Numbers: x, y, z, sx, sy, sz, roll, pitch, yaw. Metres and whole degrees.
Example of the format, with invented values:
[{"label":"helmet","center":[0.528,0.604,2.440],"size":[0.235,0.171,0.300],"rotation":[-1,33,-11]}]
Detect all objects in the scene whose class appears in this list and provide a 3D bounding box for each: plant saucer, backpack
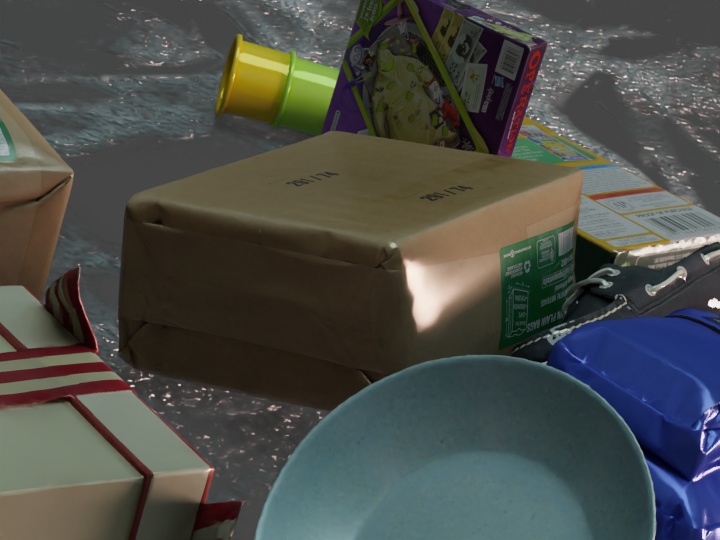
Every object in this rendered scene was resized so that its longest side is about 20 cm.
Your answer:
[{"label":"plant saucer","center":[0.047,0.135,1.325],"size":[0.201,0.201,0.039],"rotation":[33,-15,34]},{"label":"backpack","center":[0.168,0.109,1.420],"size":[0.162,0.168,0.200],"rotation":[39,25,32]}]

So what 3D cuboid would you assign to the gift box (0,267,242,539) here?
[{"label":"gift box","center":[-0.168,0.108,1.161],"size":[0.187,0.200,0.185],"rotation":[-2,34,-40]}]

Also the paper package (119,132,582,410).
[{"label":"paper package","center":[0.000,0.000,1.547],"size":[0.190,0.104,0.200],"rotation":[11,18,32]}]

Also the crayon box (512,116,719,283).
[{"label":"crayon box","center":[0.122,-0.035,1.734],"size":[0.126,0.052,0.200],"rotation":[-8,30,-43]}]

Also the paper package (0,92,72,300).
[{"label":"paper package","center":[-0.243,-0.018,1.375],"size":[0.103,0.191,0.200],"rotation":[2,28,-31]}]

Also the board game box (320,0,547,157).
[{"label":"board game box","center":[0.031,-0.068,1.680],"size":[0.120,0.200,0.032],"rotation":[27,24,21]}]

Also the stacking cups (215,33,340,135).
[{"label":"stacking cups","center":[0.002,-0.112,1.940],"size":[0.200,0.061,0.061],"rotation":[14,23,-6]}]

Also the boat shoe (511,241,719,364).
[{"label":"boat shoe","center":[0.144,0.026,1.530],"size":[0.200,0.076,0.060],"rotation":[-10,77,-51]}]
